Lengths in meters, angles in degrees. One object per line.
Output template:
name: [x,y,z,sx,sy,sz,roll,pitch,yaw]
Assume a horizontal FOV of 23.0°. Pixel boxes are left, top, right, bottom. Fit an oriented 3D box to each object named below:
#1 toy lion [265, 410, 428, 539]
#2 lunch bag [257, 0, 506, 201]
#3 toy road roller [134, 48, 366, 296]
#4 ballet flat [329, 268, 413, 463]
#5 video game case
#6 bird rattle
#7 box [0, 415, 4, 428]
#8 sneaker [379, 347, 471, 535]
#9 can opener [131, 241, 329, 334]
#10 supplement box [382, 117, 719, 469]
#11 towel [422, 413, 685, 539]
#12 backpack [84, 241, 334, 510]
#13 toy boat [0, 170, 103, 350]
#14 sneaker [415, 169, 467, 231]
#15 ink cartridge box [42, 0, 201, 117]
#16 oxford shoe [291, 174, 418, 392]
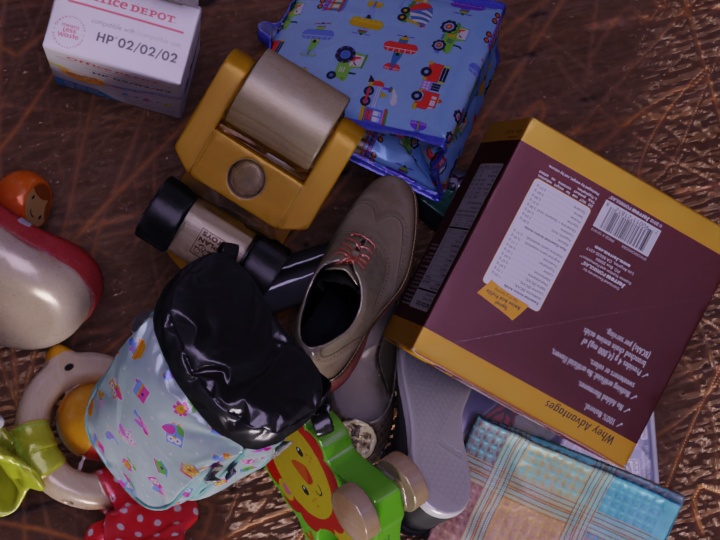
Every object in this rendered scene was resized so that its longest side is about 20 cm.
toy lion: [-0.022,0.185,1.440,0.068,0.191,0.201,-29,129,-26]
lunch bag: [0.003,-0.171,1.486,0.199,0.094,0.151,20,64,10]
toy road roller: [-0.087,-0.079,1.443,0.122,0.146,0.201,31,103,-2]
ballet flat: [0.008,0.071,1.503,0.067,0.046,0.202,14,84,-4]
video game case: [0.162,0.091,1.529,0.180,0.023,0.202,-3,85,-6]
bird rattle: [-0.218,0.148,1.450,0.199,0.113,0.164,20,67,-7]
box: [-0.427,0.103,1.354,0.200,0.172,0.199,-47,53,-8]
sneaker: [0.046,0.129,1.479,0.070,0.099,0.201,13,56,-19]
can opener: [-0.097,0.036,1.502,0.198,0.053,0.067,-17,119,-8]
supplement box: [0.156,0.016,1.402,0.196,0.133,0.201,29,88,-9]
towel: [0.161,0.223,1.503,0.199,0.022,0.148,23,92,-7]
backpack: [-0.127,0.096,1.368,0.126,0.200,0.168,-22,75,-34]
toy boat: [-0.296,-0.030,1.456,0.199,0.131,0.131,33,52,0]
sneaker: [0.142,-0.060,1.531,0.198,0.075,0.088,17,50,3]
ink cartridge box: [-0.191,-0.185,1.427,0.114,0.200,0.068,15,84,-4]
oxford shoe: [0.000,0.000,1.405,0.070,0.075,0.201,18,63,7]
